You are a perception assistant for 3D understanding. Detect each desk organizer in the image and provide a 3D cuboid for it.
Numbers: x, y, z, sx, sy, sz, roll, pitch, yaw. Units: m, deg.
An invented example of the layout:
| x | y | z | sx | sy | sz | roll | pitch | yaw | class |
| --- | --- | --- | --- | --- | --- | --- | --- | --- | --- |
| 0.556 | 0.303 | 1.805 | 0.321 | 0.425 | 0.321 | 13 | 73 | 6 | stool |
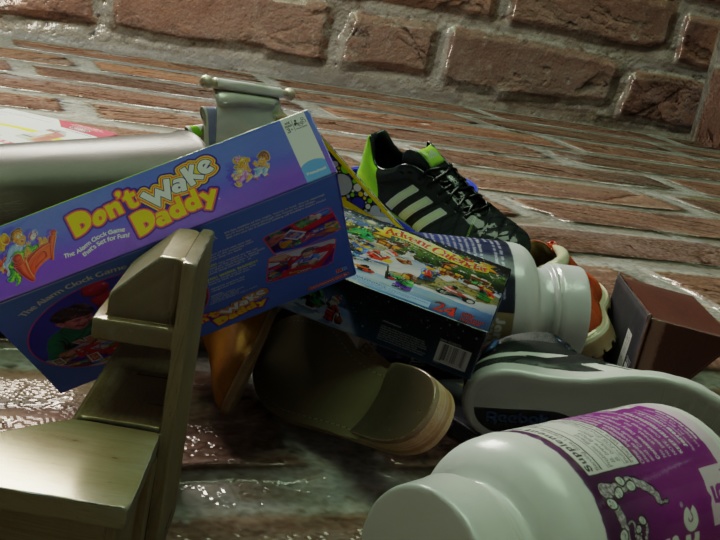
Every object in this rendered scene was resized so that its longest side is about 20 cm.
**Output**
| x | y | z | sx | sy | sz | roll | pitch | yaw | class |
| --- | --- | --- | --- | --- | --- | --- | --- | --- | --- |
| 0.273 | 0.062 | 0.983 | 0.077 | 0.072 | 0.200 | 15 | 11 | 4 | desk organizer |

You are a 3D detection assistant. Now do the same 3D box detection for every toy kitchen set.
| x | y | z | sx | sy | sz | roll | pitch | yaw | class |
| --- | --- | --- | --- | --- | --- | --- | --- | --- | --- |
| -0.176 | 0.052 | 0.535 | 0.180 | 0.163 | 0.200 | 11 | 15 | -3 | toy kitchen set |

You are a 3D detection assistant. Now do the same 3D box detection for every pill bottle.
| x | y | z | sx | sy | sz | roll | pitch | yaw | class |
| --- | --- | --- | --- | --- | --- | --- | --- | --- | --- |
| 0.100 | 0.132 | 0.545 | 0.200 | 0.112 | 0.112 | -3 | 21 | -42 | pill bottle |
| 0.082 | 0.027 | 0.896 | 0.200 | 0.111 | 0.111 | 5 | 16 | -7 | pill bottle |

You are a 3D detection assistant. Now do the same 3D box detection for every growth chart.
| x | y | z | sx | sy | sz | roll | pitch | yaw | class |
| --- | --- | --- | --- | --- | --- | --- | --- | --- | --- |
| -0.126 | -0.095 | 1.073 | 0.018 | 0.200 | 0.145 | 6 | -1 | 41 | growth chart |

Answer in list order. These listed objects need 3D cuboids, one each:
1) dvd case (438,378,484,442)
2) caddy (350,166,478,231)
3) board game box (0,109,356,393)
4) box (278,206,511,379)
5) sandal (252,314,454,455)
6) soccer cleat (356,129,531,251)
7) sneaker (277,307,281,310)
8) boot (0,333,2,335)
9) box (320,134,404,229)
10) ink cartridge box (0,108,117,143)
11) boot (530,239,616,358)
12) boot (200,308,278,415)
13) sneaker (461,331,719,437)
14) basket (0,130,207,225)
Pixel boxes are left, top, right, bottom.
| x | y | z | sx | sy | sz | roll | pitch | yaw | class |
| --- | --- | --- | --- | --- | --- | --- | --- | --- | --- |
| 0.151 | 0.114 | 0.834 | 0.200 | 0.016 | 0.149 | 1 | 18 | -36 | dvd case |
| 0.041 | -0.028 | 1.108 | 0.200 | 0.105 | 0.141 | 2 | 37 | -9 | caddy |
| -0.107 | -0.006 | 0.631 | 0.200 | 0.134 | 0.045 | -22 | 65 | -6 | board game box |
| 0.000 | 0.000 | 0.766 | 0.200 | 0.038 | 0.137 | 21 | 22 | 7 | box |
| 0.002 | 0.091 | 0.740 | 0.070 | 0.078 | 0.212 | 42 | -15 | -31 | sandal |
| 0.071 | -0.067 | 0.991 | 0.200 | 0.081 | 0.068 | 30 | 39 | 36 | soccer cleat |
| -0.104 | -0.034 | 0.958 | 0.146 | 0.077 | 0.202 | 46 | 4 | -8 | sneaker |
| -0.243 | 0.006 | 0.830 | 0.200 | 0.075 | 0.097 | 23 | 17 | -1 | boot |
| -0.006 | -0.035 | 0.961 | 0.200 | 0.070 | 0.064 | 47 | 2 | -21 | box |
| -0.367 | -0.112 | 1.146 | 0.145 | 0.083 | 0.200 | 14 | 15 | 10 | ink cartridge box |
| 0.189 | 0.010 | 1.042 | 0.075 | 0.107 | 0.200 | -29 | 10 | 9 | boot |
| -0.133 | 0.012 | 0.782 | 0.144 | 0.071 | 0.201 | 22 | 32 | -9 | boot |
| 0.175 | 0.085 | 0.786 | 0.200 | 0.073 | 0.112 | 11 | 18 | 3 | sneaker |
| -0.245 | -0.049 | 0.919 | 0.200 | 0.136 | 0.180 | -5 | -3 | -33 | basket |
